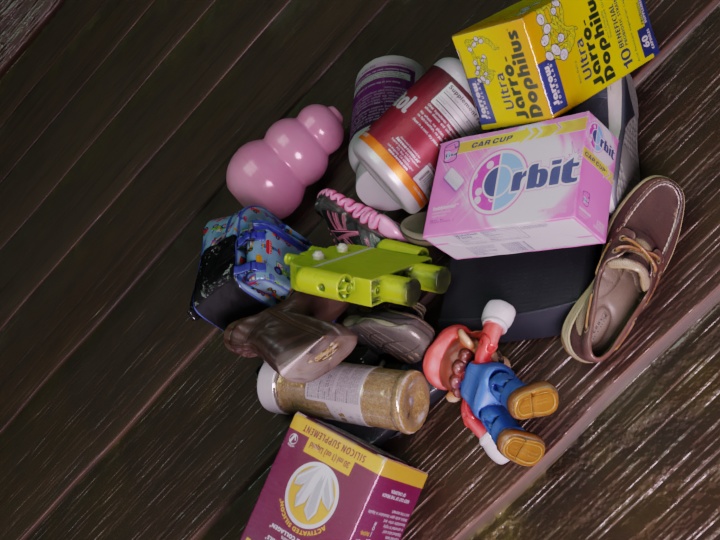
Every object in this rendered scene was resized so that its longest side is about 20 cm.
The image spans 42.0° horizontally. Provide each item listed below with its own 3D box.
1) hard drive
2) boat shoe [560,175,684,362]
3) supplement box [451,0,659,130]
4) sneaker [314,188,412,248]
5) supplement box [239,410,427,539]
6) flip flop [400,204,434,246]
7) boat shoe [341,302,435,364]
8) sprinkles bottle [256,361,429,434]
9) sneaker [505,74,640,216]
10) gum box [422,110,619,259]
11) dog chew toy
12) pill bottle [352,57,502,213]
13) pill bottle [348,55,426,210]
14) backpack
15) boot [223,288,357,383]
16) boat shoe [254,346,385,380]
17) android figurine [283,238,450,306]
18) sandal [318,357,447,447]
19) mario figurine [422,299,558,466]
[{"bbox_3d":[0.176,0.009,1.035,0.198,0.042,0.136,-10,55,41],"label":"hard drive"},{"bbox_3d":[0.263,0.000,0.909,0.202,0.072,0.072,-59,2,-1],"label":"boat shoe"},{"bbox_3d":[0.215,-0.245,1.020,0.199,0.110,0.109,-33,19,-31],"label":"supplement box"},{"bbox_3d":[-0.012,-0.044,1.255,0.199,0.078,0.096,32,98,53],"label":"sneaker"},{"bbox_3d":[-0.038,0.270,0.976,0.130,0.103,0.202,19,82,35],"label":"supplement box"},{"bbox_3d":[0.121,-0.072,1.105,0.081,0.058,0.199,-33,15,-31],"label":"flip flop"},{"bbox_3d":[0.035,0.055,1.087,0.074,0.074,0.200,-54,18,-13],"label":"boat shoe"},{"bbox_3d":[-0.022,0.134,1.039,0.198,0.068,0.069,2,63,36],"label":"sprinkles bottle"},{"bbox_3d":[0.231,-0.126,1.041,0.144,0.077,0.204,-11,44,27],"label":"sneaker"},{"bbox_3d":[0.160,-0.083,0.979,0.198,0.066,0.115,-6,64,43],"label":"gum box"},{"bbox_3d":[-0.105,-0.168,1.404,0.200,0.125,0.125,-43,39,-1],"label":"dog chew toy"},{"bbox_3d":[0.095,-0.173,1.101,0.200,0.113,0.113,-43,39,0],"label":"pill bottle"},{"bbox_3d":[0.040,-0.183,1.259,0.111,0.112,0.202,-23,44,32],"label":"pill bottle"},{"bbox_3d":[-0.124,0.001,1.244,0.134,0.182,0.202,-35,36,27],"label":"backpack"},{"bbox_3d":[-0.043,0.062,1.050,0.185,0.065,0.199,-28,14,-24],"label":"boot"},{"bbox_3d":[-0.055,0.124,1.144,0.200,0.064,0.074,-19,16,43],"label":"boat shoe"},{"bbox_3d":[0.000,0.000,1.095,0.198,0.181,0.042,14,111,38],"label":"android figurine"},{"bbox_3d":[0.030,0.164,1.077,0.199,0.043,0.077,-33,49,10],"label":"sandal"},{"bbox_3d":[0.144,0.113,0.957,0.123,0.106,0.200,-44,27,1],"label":"mario figurine"}]
